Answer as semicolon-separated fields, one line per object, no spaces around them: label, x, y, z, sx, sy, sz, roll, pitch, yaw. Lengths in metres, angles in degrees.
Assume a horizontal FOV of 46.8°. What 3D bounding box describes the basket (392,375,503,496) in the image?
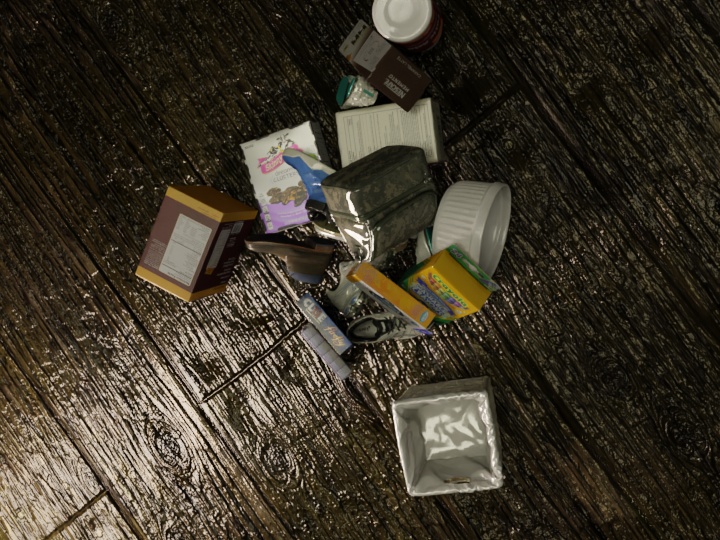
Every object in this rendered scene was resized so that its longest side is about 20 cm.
basket;0.186;0.334;1.695;0.197;0.161;0.202;-10;93;15

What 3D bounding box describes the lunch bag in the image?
lunch bag;0.047;-0.125;1.568;0.139;0.199;0.169;18;133;51

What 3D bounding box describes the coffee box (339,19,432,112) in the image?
coffee box;0.045;-0.400;1.616;0.114;0.200;0.080;32;106;-30

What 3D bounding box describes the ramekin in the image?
ramekin;0.216;-0.081;1.628;0.104;0.200;0.202;15;100;22

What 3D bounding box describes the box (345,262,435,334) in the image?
box;0.066;0.056;1.648;0.199;0.119;0.042;35;82;-7

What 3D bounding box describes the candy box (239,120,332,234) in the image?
candy box;-0.145;-0.196;1.764;0.166;0.072;0.202;-16;93;15

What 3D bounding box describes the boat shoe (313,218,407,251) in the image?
boat shoe;0.000;-0.075;1.689;0.198;0.075;0.069;10;142;17

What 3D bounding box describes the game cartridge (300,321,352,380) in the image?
game cartridge;-0.072;0.165;1.717;0.038;0.200;0.130;-37;91;-4

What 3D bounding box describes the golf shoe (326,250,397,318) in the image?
golf shoe;0.000;0.000;1.752;0.097;0.078;0.201;38;102;14

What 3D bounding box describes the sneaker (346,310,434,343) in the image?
sneaker;0.064;0.117;1.740;0.199;0.088;0.076;-18;90;14

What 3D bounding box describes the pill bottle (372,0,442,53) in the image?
pill bottle;0.098;-0.484;1.606;0.113;0.200;0.115;2;97;14

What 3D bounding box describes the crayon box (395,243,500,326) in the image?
crayon box;0.164;0.032;1.604;0.126;0.200;0.052;42;64;-7

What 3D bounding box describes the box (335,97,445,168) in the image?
box;0.063;-0.269;1.686;0.198;0.109;0.129;-6;96;15

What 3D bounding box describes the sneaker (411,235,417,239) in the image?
sneaker;0.060;-0.165;1.709;0.199;0.084;0.121;32;108;1

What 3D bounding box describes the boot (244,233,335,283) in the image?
boot;-0.152;-0.021;1.750;0.198;0.075;0.098;4;109;-23

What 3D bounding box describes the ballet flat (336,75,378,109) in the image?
ballet flat;-0.005;-0.349;1.662;0.071;0.200;0.072;-2;104;-8

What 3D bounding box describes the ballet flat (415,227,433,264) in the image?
ballet flat;0.153;0.000;1.710;0.069;0.069;0.201;-27;101;15

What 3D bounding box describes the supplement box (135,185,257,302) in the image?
supplement box;-0.343;-0.061;1.764;0.132;0.197;0.201;26;101;10

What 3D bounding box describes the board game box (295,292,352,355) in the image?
board game box;-0.071;0.115;1.715;0.035;0.200;0.136;-41;86;-4

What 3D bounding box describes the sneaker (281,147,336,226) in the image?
sneaker;-0.096;-0.161;1.662;0.199;0.077;0.112;30;93;21
